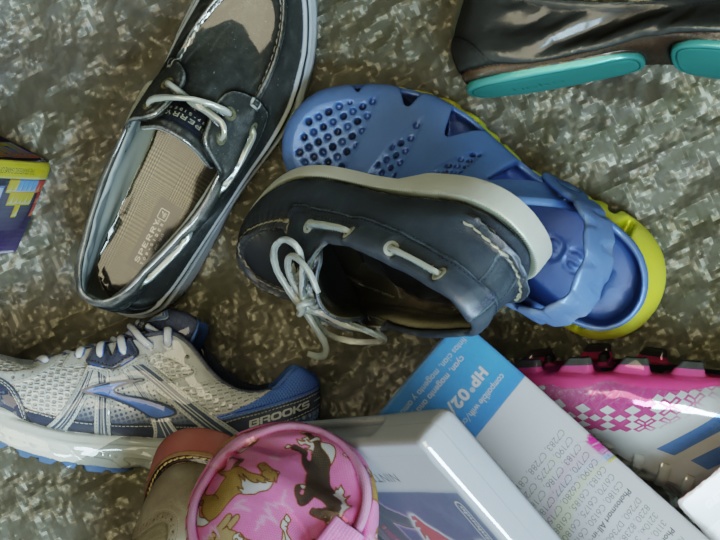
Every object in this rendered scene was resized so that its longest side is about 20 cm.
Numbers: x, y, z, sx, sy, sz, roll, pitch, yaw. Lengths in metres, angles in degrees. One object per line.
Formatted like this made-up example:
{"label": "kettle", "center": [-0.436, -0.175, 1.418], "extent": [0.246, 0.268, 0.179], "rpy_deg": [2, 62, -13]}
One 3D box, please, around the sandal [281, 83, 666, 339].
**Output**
{"label": "sandal", "center": [0.052, -0.031, 0.763], "extent": [0.198, 0.087, 0.080], "rpy_deg": [24, 99, 9]}

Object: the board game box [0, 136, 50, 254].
{"label": "board game box", "center": [-0.255, -0.062, 0.752], "extent": [0.164, 0.200, 0.057], "rpy_deg": [27, 96, 7]}

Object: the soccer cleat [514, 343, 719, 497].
{"label": "soccer cleat", "center": [0.156, 0.081, 0.761], "extent": [0.197, 0.070, 0.088], "rpy_deg": [1, 94, 9]}

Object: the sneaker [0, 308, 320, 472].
{"label": "sneaker", "center": [-0.111, 0.056, 0.806], "extent": [0.197, 0.077, 0.086], "rpy_deg": [15, 95, -2]}

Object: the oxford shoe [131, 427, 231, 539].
{"label": "oxford shoe", "center": [-0.090, 0.169, 0.771], "extent": [0.069, 0.075, 0.202], "rpy_deg": [9, 128, 3]}

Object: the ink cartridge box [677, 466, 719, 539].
{"label": "ink cartridge box", "center": [0.260, 0.119, 0.736], "extent": [0.161, 0.050, 0.200], "rpy_deg": [-41, 100, 10]}

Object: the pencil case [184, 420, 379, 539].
{"label": "pencil case", "center": [-0.013, 0.153, 0.712], "extent": [0.082, 0.201, 0.087], "rpy_deg": [-4, 50, 11]}

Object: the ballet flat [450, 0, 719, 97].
{"label": "ballet flat", "center": [0.139, -0.120, 0.754], "extent": [0.197, 0.068, 0.069], "rpy_deg": [0, 85, 9]}

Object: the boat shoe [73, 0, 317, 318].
{"label": "boat shoe", "center": [-0.078, -0.065, 0.788], "extent": [0.071, 0.071, 0.202], "rpy_deg": [24, 98, 7]}

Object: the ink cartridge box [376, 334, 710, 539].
{"label": "ink cartridge box", "center": [0.087, 0.127, 0.746], "extent": [0.200, 0.115, 0.068], "rpy_deg": [41, 68, 5]}

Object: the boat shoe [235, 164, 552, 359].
{"label": "boat shoe", "center": [0.000, 0.000, 0.733], "extent": [0.062, 0.199, 0.075], "rpy_deg": [-50, 124, -26]}

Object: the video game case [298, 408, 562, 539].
{"label": "video game case", "center": [0.052, 0.142, 0.711], "extent": [0.023, 0.182, 0.200], "rpy_deg": [-46, 103, -23]}
